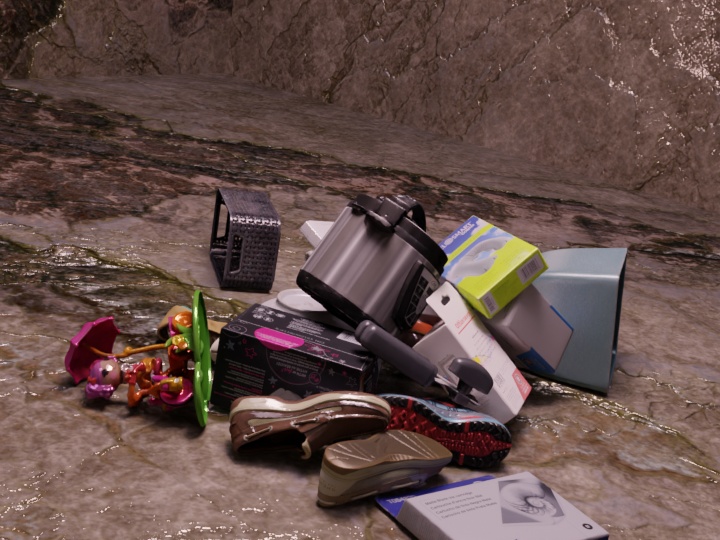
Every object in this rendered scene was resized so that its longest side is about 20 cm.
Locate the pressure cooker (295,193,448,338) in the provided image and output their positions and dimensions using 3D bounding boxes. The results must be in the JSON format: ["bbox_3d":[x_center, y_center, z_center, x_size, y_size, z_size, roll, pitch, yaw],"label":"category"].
[{"bbox_3d":[0.026,-0.014,1.540,0.178,0.201,0.176,39,-8,-23],"label":"pressure cooker"}]

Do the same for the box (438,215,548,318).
[{"bbox_3d":[0.176,-0.011,1.622,0.122,0.048,0.200,-39,31,-10],"label":"box"}]

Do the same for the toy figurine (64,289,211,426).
[{"bbox_3d":[-0.294,0.126,1.417,0.182,0.151,0.201,-5,44,-3],"label":"toy figurine"}]

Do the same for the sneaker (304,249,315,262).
[{"bbox_3d":[-0.053,0.019,1.782,0.070,0.073,0.200,-20,24,0],"label":"sneaker"}]

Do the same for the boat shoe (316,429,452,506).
[{"bbox_3d":[0.029,0.241,1.306,0.200,0.064,0.073,-2,25,-47],"label":"boat shoe"}]

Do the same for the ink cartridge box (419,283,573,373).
[{"bbox_3d":[0.204,0.078,1.671,0.199,0.085,0.145,6,-28,49],"label":"ink cartridge box"}]

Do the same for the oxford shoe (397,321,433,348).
[{"bbox_3d":[0.145,0.146,1.665,0.199,0.073,0.071,21,-24,-4],"label":"oxford shoe"}]

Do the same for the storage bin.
[{"bbox_3d":[-0.210,-0.058,1.952,0.093,0.136,0.200,4,18,-15],"label":"storage bin"}]

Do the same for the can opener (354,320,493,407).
[{"bbox_3d":[0.088,0.116,1.424,0.199,0.067,0.053,35,0,-19],"label":"can opener"}]

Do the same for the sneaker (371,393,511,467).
[{"bbox_3d":[0.095,0.208,1.429,0.199,0.080,0.096,17,7,-7],"label":"sneaker"}]

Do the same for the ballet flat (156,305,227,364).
[{"bbox_3d":[-0.215,0.108,1.583,0.199,0.069,0.063,16,41,31],"label":"ballet flat"}]

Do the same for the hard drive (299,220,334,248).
[{"bbox_3d":[0.000,0.000,1.731,0.200,0.027,0.132,48,19,18],"label":"hard drive"}]

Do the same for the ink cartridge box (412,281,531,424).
[{"bbox_3d":[0.147,0.123,1.529,0.200,0.067,0.116,53,24,2],"label":"ink cartridge box"}]

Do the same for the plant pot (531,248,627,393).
[{"bbox_3d":[0.328,0.069,1.793,0.198,0.198,0.196,6,16,16],"label":"plant pot"}]

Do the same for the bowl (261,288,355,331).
[{"bbox_3d":[-0.087,0.086,1.652,0.199,0.091,0.201,9,17,-3],"label":"bowl"}]

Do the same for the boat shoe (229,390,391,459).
[{"bbox_3d":[-0.062,0.200,1.332,0.201,0.075,0.075,-4,50,3],"label":"boat shoe"}]

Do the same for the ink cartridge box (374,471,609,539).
[{"bbox_3d":[0.150,0.284,1.251,0.199,0.041,0.200,-4,22,-37],"label":"ink cartridge box"}]

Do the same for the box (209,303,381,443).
[{"bbox_3d":[-0.083,0.137,1.455,0.199,0.116,0.132,16,17,12],"label":"box"}]
